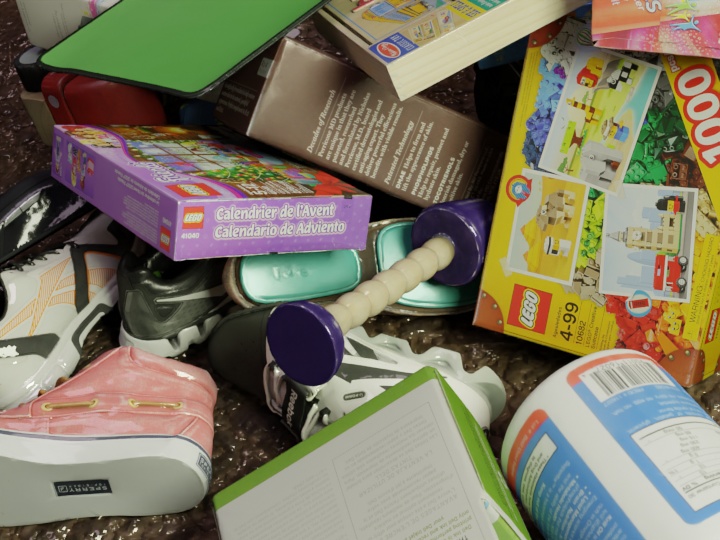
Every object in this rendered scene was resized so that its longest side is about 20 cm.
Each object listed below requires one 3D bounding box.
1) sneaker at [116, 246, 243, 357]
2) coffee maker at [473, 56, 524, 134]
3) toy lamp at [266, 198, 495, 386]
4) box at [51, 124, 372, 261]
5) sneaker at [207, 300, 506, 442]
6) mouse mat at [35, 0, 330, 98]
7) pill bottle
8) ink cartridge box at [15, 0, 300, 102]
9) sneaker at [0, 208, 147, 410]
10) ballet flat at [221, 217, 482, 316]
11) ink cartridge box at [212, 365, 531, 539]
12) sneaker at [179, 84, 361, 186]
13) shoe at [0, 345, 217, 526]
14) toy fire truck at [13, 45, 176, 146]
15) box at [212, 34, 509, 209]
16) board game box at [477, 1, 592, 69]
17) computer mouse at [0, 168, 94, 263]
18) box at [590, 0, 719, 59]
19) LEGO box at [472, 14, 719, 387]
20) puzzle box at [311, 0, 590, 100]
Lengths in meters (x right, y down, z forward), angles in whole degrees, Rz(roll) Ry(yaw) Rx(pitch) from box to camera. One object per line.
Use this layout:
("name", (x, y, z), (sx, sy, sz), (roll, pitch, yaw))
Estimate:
("sneaker", (-0.086, -0.015, 0.932), (0.199, 0.091, 0.066), (-29, 44, -21))
("coffee maker", (0.210, -0.122, 0.960), (0.199, 0.135, 0.192), (-29, 44, -21))
("toy lamp", (0.025, 0.004, 0.818), (0.058, 0.059, 0.200), (18, 32, 29))
("box", (-0.103, -0.056, 0.871), (0.136, 0.039, 0.200), (-5, 20, -34))
("sneaker", (-0.018, 0.079, 0.820), (0.198, 0.075, 0.089), (11, 44, 23))
("mouse mat", (-0.113, -0.170, 0.903), (0.199, 0.008, 0.161), (16, 49, 45))
("pill bottle", (0.165, 0.141, 0.681), (0.111, 0.113, 0.200), (-21, 42, -13))
("ink cartridge box", (-0.158, -0.208, 1.037), (0.199, 0.068, 0.117), (21, 49, 27))
("sneaker", (-0.214, 0.012, 0.922), (0.073, 0.080, 0.201), (-26, 27, 35))
("ballet flat", (0.000, 0.000, 0.907), (0.198, 0.067, 0.069), (2, 81, -19))
("ink cartridge box", (0.017, 0.169, 0.672), (0.147, 0.076, 0.201), (-32, 40, 9))
("sneaker", (-0.051, -0.112, 1.018), (0.198, 0.076, 0.106), (-10, 84, 2))
("shoe", (-0.188, 0.102, 0.837), (0.198, 0.072, 0.091), (-1, 39, 3))
("toy fire truck", (-0.152, -0.151, 1.100), (0.199, 0.129, 0.176), (10, 43, 37))
("box", (0.008, -0.095, 0.919), (0.199, 0.075, 0.100), (23, 5, -23))
("board game box", (0.162, -0.219, 0.951), (0.198, 0.037, 0.152), (-14, 41, 0))
("computer mouse", (-0.260, -0.028, 0.946), (0.199, 0.046, 0.140), (-33, 6, -13))
("box", (0.204, -0.207, 0.791), (0.094, 0.103, 0.200), (10, 30, 19))
("LEGO box", (0.167, -0.048, 0.829), (0.148, 0.202, 0.077), (15, 11, 27))
("puzzle box", (0.048, -0.174, 0.859), (0.132, 0.026, 0.200), (-29, 27, -5))
